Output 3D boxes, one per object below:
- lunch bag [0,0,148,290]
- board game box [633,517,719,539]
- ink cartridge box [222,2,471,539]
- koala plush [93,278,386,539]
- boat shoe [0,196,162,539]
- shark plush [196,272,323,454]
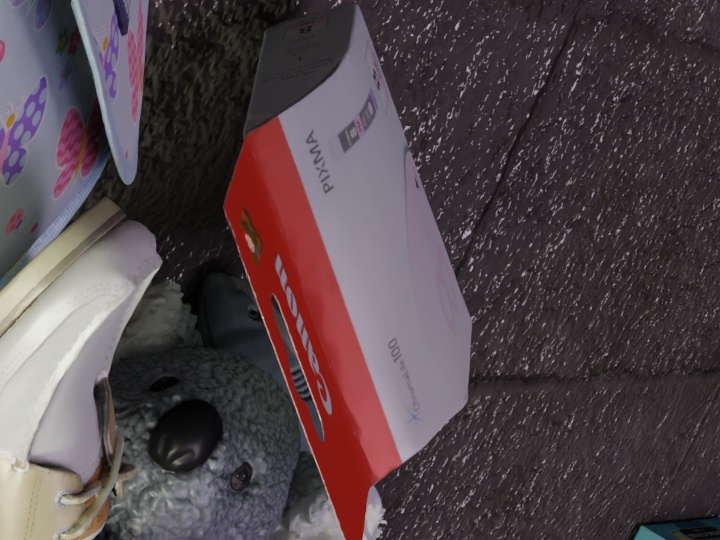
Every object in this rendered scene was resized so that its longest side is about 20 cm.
[{"bbox_3d":[-0.136,-0.076,0.749,0.200,0.127,0.170,-52,161,-23],"label":"lunch bag"},{"bbox_3d":[0.235,0.270,1.921,0.200,0.047,0.151,9,109,-64],"label":"board game box"},{"bbox_3d":[0.000,0.000,0.988,0.200,0.057,0.163,-92,164,-67],"label":"ink cartridge box"},{"bbox_3d":[-0.100,0.101,0.973,0.200,0.177,0.184,-45,172,-31],"label":"koala plush"},{"bbox_3d":[-0.106,0.057,0.783,0.075,0.068,0.200,-43,173,-48],"label":"boat shoe"},{"bbox_3d":[-0.051,0.103,1.080,0.083,0.091,0.200,34,58,-40],"label":"shark plush"}]
